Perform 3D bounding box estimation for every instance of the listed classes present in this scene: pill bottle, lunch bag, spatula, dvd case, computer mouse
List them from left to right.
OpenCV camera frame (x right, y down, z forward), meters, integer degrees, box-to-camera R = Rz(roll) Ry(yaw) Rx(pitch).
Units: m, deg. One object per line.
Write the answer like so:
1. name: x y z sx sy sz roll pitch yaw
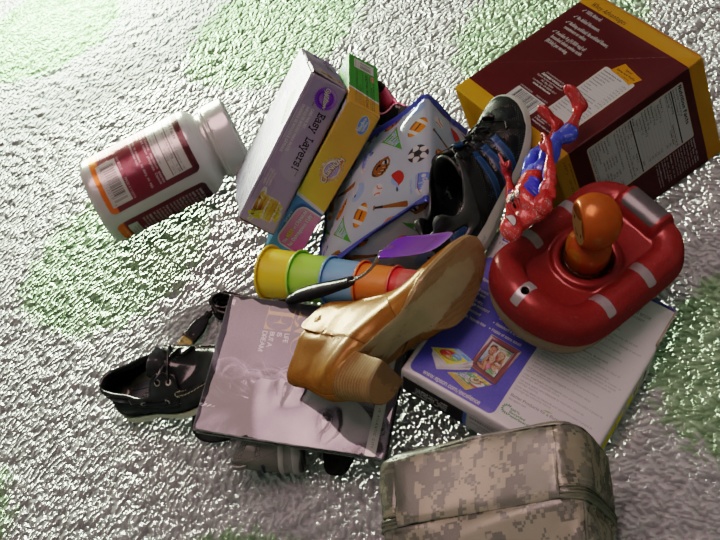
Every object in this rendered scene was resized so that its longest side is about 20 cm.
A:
1. pill bottle: -0.245 -0.131 1.669 0.198 0.115 0.115 -27 42 0
2. computer mouse: -0.157 0.093 1.451 0.139 0.046 0.201 6 51 30
3. dvd case: -0.056 0.104 1.305 0.197 0.016 0.150 7 64 14
4. spatula: 0.000 0.000 1.281 0.199 0.021 0.056 -25 9 35
5. lunch bag: 0.035 -0.062 1.447 0.199 0.124 0.171 -31 36 31
6. lunch bag: 0.117 0.236 1.103 0.197 0.139 0.170 -13 61 19

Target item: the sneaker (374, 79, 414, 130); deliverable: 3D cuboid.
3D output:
1. sneaker: 0.011 -0.185 1.584 0.078 0.097 0.199 -10 23 -33

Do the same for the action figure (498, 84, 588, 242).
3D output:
1. action figure: 0.167 -0.098 1.255 0.065 0.052 0.201 -30 27 43

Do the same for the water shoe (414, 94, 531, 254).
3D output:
1. water shoe: 0.114 -0.104 1.313 0.071 0.079 0.202 -9 54 45

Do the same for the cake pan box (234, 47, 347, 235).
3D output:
1. cake pan box: -0.085 -0.154 1.517 0.186 0.052 0.200 -60 14 11

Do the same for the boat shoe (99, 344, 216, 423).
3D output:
1. boat shoe: -0.207 0.111 1.397 0.198 0.066 0.075 -15 46 45

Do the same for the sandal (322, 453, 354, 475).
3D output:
1. sandal: -0.034 0.115 1.344 0.045 0.075 0.202 15 44 -18

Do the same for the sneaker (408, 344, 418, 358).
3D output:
1. sneaker: 0.097 0.064 1.343 0.198 0.072 0.073 -22 63 3

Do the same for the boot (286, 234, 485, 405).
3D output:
1. boot: 0.018 0.038 1.255 0.143 0.071 0.202 12 58 51

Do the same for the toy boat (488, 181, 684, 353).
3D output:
1. toy boat: 0.210 -0.020 1.216 0.199 0.131 0.130 -36 61 -20

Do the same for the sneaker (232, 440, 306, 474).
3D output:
1. sneaker: -0.103 0.117 1.356 0.081 0.075 0.202 -5 50 -2

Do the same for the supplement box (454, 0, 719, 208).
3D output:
1. supplement box: 0.248 -0.167 1.438 0.199 0.134 0.197 -34 42 -8

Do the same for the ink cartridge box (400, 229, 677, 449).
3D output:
1. ink cartridge box: 0.171 0.077 1.257 0.196 0.047 0.201 28 60 20

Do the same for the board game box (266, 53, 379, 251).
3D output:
1. board game box: -0.043 -0.131 1.507 0.201 0.040 0.154 -59 15 24

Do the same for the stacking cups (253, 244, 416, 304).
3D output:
1. stacking cups: -0.012 0.012 1.361 0.197 0.061 0.061 6 51 27
